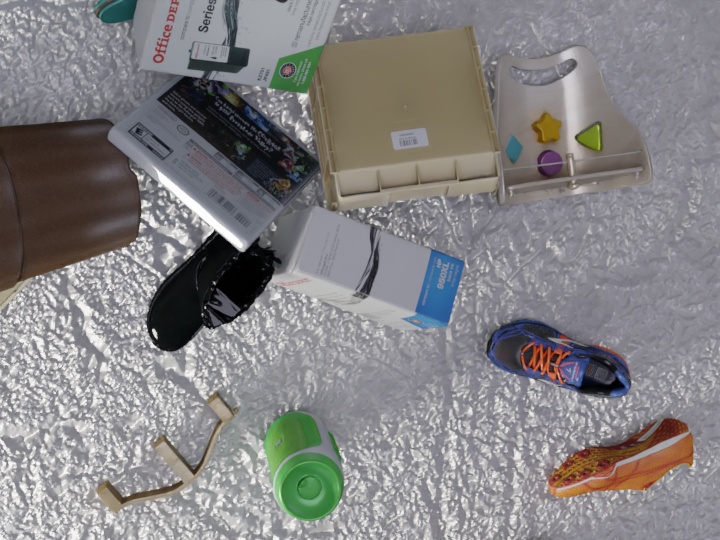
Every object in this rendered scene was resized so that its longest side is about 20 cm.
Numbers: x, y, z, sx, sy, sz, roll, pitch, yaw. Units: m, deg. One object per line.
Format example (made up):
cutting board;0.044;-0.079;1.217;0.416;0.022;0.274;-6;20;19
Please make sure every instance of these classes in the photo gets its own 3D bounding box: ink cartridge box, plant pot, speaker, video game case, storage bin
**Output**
ink cartridge box;0.000;0.000;1.623;0.198;0.144;0.085;20;79;-18
plant pot;-0.363;-0.079;1.545;0.197;0.200;0.202;-13;102;-29
speaker;-0.068;0.230;1.644;0.087;0.200;0.089;-1;100;-7
video game case;-0.161;-0.136;1.577;0.200;0.182;0.023;39;135;1
storage bin;0.049;-0.170;1.600;0.198;0.094;0.200;-7;69;-7
ink cartridge box;-0.138;-0.285;1.510;0.198;0.084;0.147;5;137;-19

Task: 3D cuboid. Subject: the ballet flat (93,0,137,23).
ballet flat;-0.220;-0.348;1.601;0.198;0.067;0.071;-19;78;-4

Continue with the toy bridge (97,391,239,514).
toy bridge;-0.229;0.235;1.712;0.199;0.027;0.067;-39;105;0

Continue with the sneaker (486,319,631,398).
sneaker;0.254;0.113;1.729;0.198;0.078;0.076;12;97;-10

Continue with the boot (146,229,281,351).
boot;-0.176;0.030;1.613;0.073;0.163;0.199;37;94;-20

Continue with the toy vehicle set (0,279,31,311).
toy vehicle set;-0.467;-0.053;1.630;0.124;0.027;0.200;-44;102;1

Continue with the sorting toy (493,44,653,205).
sorting toy;0.233;-0.179;1.670;0.198;0.107;0.182;-8;91;-15

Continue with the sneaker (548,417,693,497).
sneaker;0.339;0.259;1.772;0.198;0.073;0.078;-18;112;-1
